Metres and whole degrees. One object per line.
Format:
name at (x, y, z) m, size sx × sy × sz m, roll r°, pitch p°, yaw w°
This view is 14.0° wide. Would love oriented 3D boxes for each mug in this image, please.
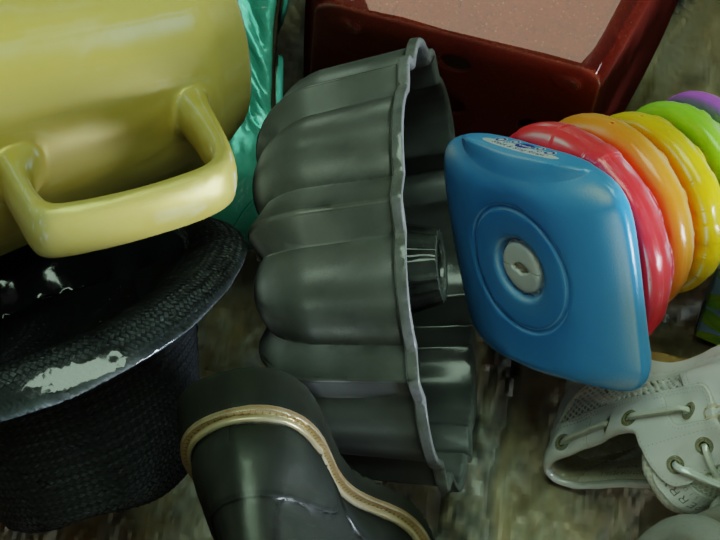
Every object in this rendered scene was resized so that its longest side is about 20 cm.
mug at (-0.126, -0.070, 1.265) m, size 0.153 × 0.149 × 0.187 m, roll -14°, pitch 68°, yaw -20°

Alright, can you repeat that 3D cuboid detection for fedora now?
fedora at (-0.123, 0.050, 1.226) m, size 0.200 × 0.092 × 0.201 m, roll -15°, pitch 17°, yaw 5°

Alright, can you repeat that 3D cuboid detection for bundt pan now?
bundt pan at (0.000, 0.000, 1.292) m, size 0.076 × 0.202 × 0.202 m, roll -4°, pitch 56°, yaw 10°

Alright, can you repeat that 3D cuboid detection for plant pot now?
plant pot at (0.061, -0.153, 1.399) m, size 0.200 × 0.200 × 0.177 m, roll 15°, pitch 66°, yaw 3°

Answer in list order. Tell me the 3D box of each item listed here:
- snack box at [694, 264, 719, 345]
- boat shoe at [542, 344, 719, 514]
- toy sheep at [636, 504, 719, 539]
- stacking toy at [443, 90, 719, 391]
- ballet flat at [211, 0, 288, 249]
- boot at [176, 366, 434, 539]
snack box at (0.281, -0.011, 1.398) m, size 0.200 × 0.068 × 0.169 m, roll 23°, pitch 58°, yaw 7°
boat shoe at (0.153, 0.076, 1.276) m, size 0.071 × 0.200 × 0.069 m, roll 39°, pitch 68°, yaw -24°
toy sheep at (0.177, 0.164, 1.242) m, size 0.200 × 0.138 × 0.138 m, roll 12°, pitch 52°, yaw -32°
stacking toy at (0.143, -0.038, 1.320) m, size 0.200 × 0.110 × 0.116 m, roll -26°, pitch 28°, yaw -32°
ballet flat at (-0.064, -0.110, 1.364) m, size 0.070 × 0.067 × 0.201 m, roll 7°, pitch 77°, yaw -10°
boot at (-0.018, 0.147, 1.187) m, size 0.077 × 0.200 × 0.139 m, roll -21°, pitch 52°, yaw 17°
